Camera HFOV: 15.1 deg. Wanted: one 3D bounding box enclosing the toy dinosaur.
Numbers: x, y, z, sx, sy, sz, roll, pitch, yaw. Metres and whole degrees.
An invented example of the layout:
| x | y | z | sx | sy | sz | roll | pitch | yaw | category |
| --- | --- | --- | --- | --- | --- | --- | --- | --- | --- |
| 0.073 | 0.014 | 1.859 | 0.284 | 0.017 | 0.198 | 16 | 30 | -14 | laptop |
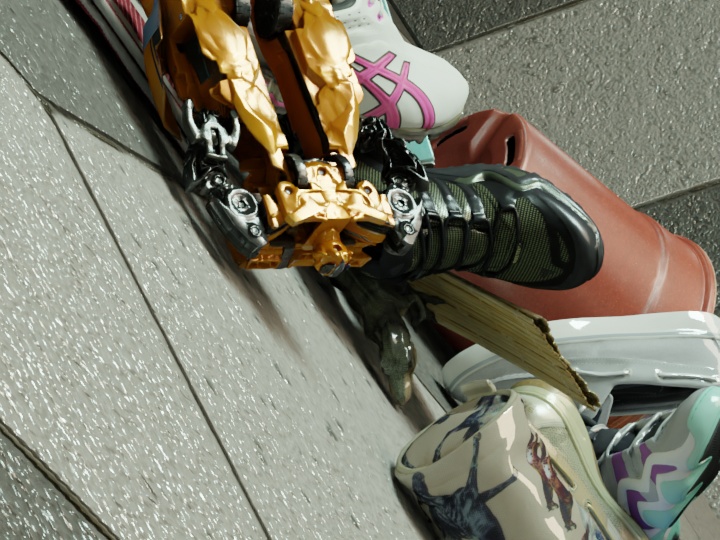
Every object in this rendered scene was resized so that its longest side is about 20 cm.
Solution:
| x | y | z | sx | sy | sz | roll | pitch | yaw | category |
| --- | --- | --- | --- | --- | --- | --- | --- | --- | --- |
| 0.000 | 0.000 | 1.665 | 0.200 | 0.047 | 0.088 | 55 | 12 | 28 | toy dinosaur |

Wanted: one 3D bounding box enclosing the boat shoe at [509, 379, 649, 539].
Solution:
| x | y | z | sx | sy | sz | roll | pitch | yaw | category |
| --- | --- | --- | --- | --- | --- | --- | --- | --- | --- |
| 0.133 | 0.168 | 1.729 | 0.065 | 0.072 | 0.201 | -46 | 117 | -47 | boat shoe |

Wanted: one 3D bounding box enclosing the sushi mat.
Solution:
| x | y | z | sx | sy | sz | roll | pitch | yaw | category |
| --- | --- | --- | --- | --- | --- | --- | --- | --- | --- |
| 0.064 | 0.023 | 1.693 | 0.200 | 0.012 | 0.096 | 29 | -19 | 44 | sushi mat |

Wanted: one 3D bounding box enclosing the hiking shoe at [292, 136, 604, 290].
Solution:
| x | y | z | sx | sy | sz | roll | pitch | yaw | category |
| --- | --- | --- | --- | --- | --- | --- | --- | --- | --- |
| 0.042 | -0.018 | 1.606 | 0.101 | 0.199 | 0.076 | -62 | 166 | -50 | hiking shoe |

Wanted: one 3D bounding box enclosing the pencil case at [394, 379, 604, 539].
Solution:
| x | y | z | sx | sy | sz | roll | pitch | yaw | category |
| --- | --- | --- | --- | --- | --- | --- | --- | --- | --- |
| 0.101 | 0.155 | 1.447 | 0.200 | 0.078 | 0.089 | 55 | 32 | -5 | pencil case |

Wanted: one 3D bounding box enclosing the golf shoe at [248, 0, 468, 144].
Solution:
| x | y | z | sx | sy | sz | roll | pitch | yaw | category |
| --- | --- | --- | --- | --- | --- | --- | --- | --- | --- |
| -0.004 | -0.130 | 1.580 | 0.199 | 0.092 | 0.073 | 11 | 26 | -42 | golf shoe |

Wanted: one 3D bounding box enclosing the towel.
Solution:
| x | y | z | sx | sy | sz | roll | pitch | yaw | category |
| --- | --- | --- | --- | --- | --- | --- | --- | --- | --- |
| -0.131 | -0.144 | 1.530 | 0.144 | 0.023 | 0.200 | 55 | 8 | -22 | towel |

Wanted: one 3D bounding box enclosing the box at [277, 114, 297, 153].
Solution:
| x | y | z | sx | sy | sz | roll | pitch | yaw | category |
| --- | --- | --- | --- | --- | --- | --- | --- | --- | --- |
| -0.024 | -0.084 | 1.761 | 0.121 | 0.032 | 0.200 | 51 | -10 | 25 | box |

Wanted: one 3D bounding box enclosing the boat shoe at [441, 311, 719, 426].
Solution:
| x | y | z | sx | sy | sz | roll | pitch | yaw | category |
| --- | --- | --- | --- | --- | --- | --- | --- | --- | --- |
| 0.157 | 0.078 | 1.858 | 0.072 | 0.199 | 0.069 | 105 | -22 | -59 | boat shoe |

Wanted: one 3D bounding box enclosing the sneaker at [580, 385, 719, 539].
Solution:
| x | y | z | sx | sy | sz | roll | pitch | yaw | category |
| --- | --- | --- | --- | --- | --- | --- | --- | --- | --- |
| 0.157 | 0.119 | 1.780 | 0.140 | 0.201 | 0.078 | 37 | 45 | 15 | sneaker |

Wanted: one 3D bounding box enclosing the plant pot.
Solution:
| x | y | z | sx | sy | sz | roll | pitch | yaw | category |
| --- | --- | --- | --- | --- | --- | --- | --- | --- | --- |
| 0.123 | -0.002 | 1.996 | 0.195 | 0.201 | 0.201 | 42 | 12 | -29 | plant pot |

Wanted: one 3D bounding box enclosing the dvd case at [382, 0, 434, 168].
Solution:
| x | y | z | sx | sy | sz | roll | pitch | yaw | category |
| --- | --- | --- | --- | --- | --- | --- | --- | --- | --- |
| 0.013 | -0.093 | 1.844 | 0.200 | 0.022 | 0.147 | 99 | -24 | -67 | dvd case |

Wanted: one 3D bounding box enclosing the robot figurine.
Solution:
| x | y | z | sx | sy | sz | roll | pitch | yaw | category |
| --- | --- | --- | --- | --- | --- | --- | --- | --- | --- |
| -0.045 | -0.080 | 1.429 | 0.144 | 0.058 | 0.201 | -1 | 59 | -33 | robot figurine |
